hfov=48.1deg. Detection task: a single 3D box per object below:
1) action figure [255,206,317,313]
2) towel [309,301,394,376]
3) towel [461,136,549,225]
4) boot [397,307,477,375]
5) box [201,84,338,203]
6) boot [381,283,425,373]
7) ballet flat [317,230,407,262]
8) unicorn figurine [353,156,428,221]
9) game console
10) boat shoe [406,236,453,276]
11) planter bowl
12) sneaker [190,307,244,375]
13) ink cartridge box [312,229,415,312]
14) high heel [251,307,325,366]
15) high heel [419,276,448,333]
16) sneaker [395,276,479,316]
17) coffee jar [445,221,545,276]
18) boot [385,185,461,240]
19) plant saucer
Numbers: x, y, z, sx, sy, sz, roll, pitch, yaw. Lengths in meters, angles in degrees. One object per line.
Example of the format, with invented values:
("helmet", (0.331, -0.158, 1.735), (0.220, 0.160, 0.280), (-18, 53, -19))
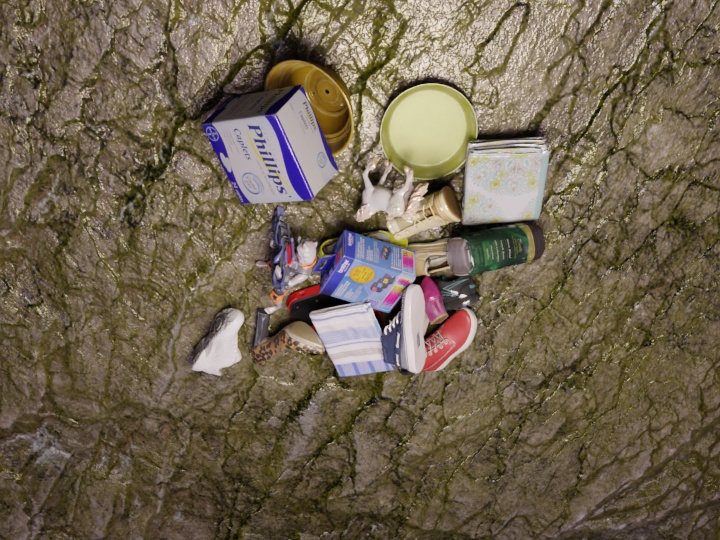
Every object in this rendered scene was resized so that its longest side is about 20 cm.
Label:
("action figure", (-0.151, -0.025, 1.704), (0.103, 0.204, 0.193), (14, 150, -30))
("towel", (-0.016, 0.155, 1.769), (0.144, 0.024, 0.202), (-9, 126, 19))
("towel", (0.296, -0.182, 1.665), (0.167, 0.049, 0.203), (-2, 132, 0))
("boot", (0.167, 0.165, 1.816), (0.142, 0.073, 0.201), (-4, 140, -41))
("box", (-0.172, -0.236, 1.544), (0.197, 0.105, 0.186), (0, 128, 37))
("boot", (0.084, 0.119, 1.700), (0.089, 0.072, 0.204), (11, 116, 30))
("ballet flat", (0.004, -0.050, 1.724), (0.196, 0.068, 0.067), (-8, 164, 4))
("unicorn figurine", (0.045, -0.152, 1.623), (0.073, 0.199, 0.140), (8, 102, -35))
("game console", (-0.055, 0.102, 1.846), (0.196, 0.031, 0.179), (-17, 126, 8))
("boat shoe", (0.135, -0.018, 1.751), (0.196, 0.077, 0.073), (-18, 122, 9))
("planter bowl", (-0.080, -0.324, 1.538), (0.197, 0.084, 0.203), (21, 137, 21))
("sneaker", (-0.307, 0.165, 1.849), (0.098, 0.079, 0.200), (25, 126, -24))
("ink cartridge box", (0.000, 0.000, 1.687), (0.197, 0.077, 0.137), (18, 137, -17))
("high heel", (-0.162, 0.184, 1.824), (0.198, 0.071, 0.145), (24, 120, 28))
("high heel", (0.109, 0.099, 1.771), (0.066, 0.097, 0.200), (-6, 154, -38))
("sneaker", (0.168, 0.060, 1.815), (0.196, 0.075, 0.081), (-17, 92, 14))
("coffee jar", (0.285, -0.046, 1.693), (0.196, 0.104, 0.087), (-13, 94, -23))
("boot", (0.124, -0.113, 1.636), (0.153, 0.200, 0.074), (-19, 93, 11))
("plant saucer", (0.136, -0.282, 1.623), (0.195, 0.031, 0.203), (-2, 121, -3))
